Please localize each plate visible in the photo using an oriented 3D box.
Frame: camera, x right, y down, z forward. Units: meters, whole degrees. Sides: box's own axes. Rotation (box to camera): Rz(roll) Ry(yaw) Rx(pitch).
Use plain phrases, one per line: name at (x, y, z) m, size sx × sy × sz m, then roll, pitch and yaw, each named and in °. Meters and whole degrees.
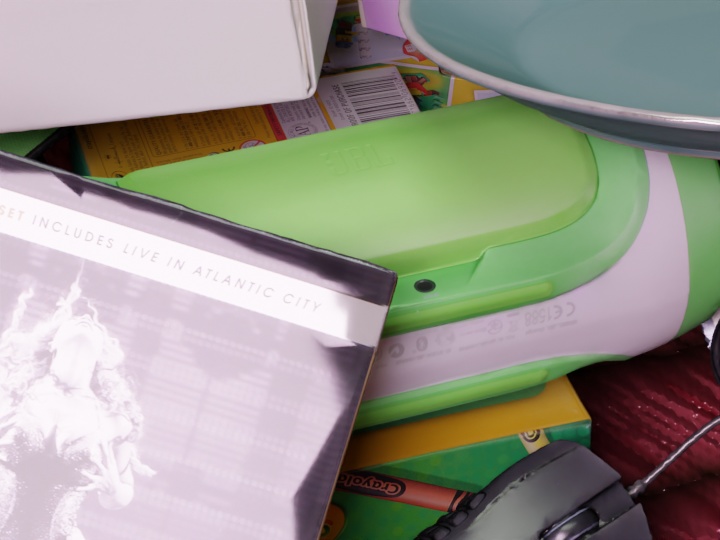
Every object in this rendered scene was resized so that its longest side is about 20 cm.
plate at (0.110, -0.065, 0.696) m, size 0.199 × 0.026 × 0.200 m, roll -2°, pitch 23°, yaw 1°

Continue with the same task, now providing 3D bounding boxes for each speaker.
speaker at (0.000, 0.000, 0.702) m, size 0.199 × 0.089 × 0.089 m, roll -12°, pitch 40°, yaw -14°

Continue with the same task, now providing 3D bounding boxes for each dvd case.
dvd case at (-0.089, 0.075, 0.631) m, size 0.148 × 0.201 × 0.016 m, roll 17°, pitch -4°, yaw 4°

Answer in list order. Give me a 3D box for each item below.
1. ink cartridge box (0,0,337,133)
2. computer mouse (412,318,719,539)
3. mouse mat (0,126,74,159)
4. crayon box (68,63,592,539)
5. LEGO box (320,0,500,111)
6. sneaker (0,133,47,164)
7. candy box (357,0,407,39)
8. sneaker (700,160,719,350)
ink cartridge box at (-0.080, -0.121, 0.808) m, size 0.144 × 0.084 × 0.200 m, roll -6°, pitch 26°, yaw 7°
computer mouse at (0.082, 0.058, 0.694) m, size 0.200 × 0.034 × 0.059 m, roll -38°, pitch 77°, yaw -1°
mouse mat at (-0.192, -0.028, 0.832) m, size 0.161 × 0.008 × 0.200 m, roll -42°, pitch 36°, yaw -22°
crayon box at (-0.015, 0.018, 0.794) m, size 0.118 × 0.059 × 0.200 m, roll -11°, pitch 40°, yaw -12°
LEGO box at (0.071, -0.123, 0.936) m, size 0.199 × 0.078 × 0.149 m, roll -1°, pitch 40°, yaw 10°
sneaker at (-0.129, 0.038, 0.775) m, size 0.082 × 0.078 × 0.201 m, roll -18°, pitch 36°, yaw 7°
candy box at (0.070, -0.193, 0.825) m, size 0.071 × 0.168 × 0.200 m, roll 19°, pitch 47°, yaw 31°
sneaker at (0.139, -0.061, 0.787) m, size 0.082 × 0.070 × 0.201 m, roll -18°, pitch 70°, yaw 26°
